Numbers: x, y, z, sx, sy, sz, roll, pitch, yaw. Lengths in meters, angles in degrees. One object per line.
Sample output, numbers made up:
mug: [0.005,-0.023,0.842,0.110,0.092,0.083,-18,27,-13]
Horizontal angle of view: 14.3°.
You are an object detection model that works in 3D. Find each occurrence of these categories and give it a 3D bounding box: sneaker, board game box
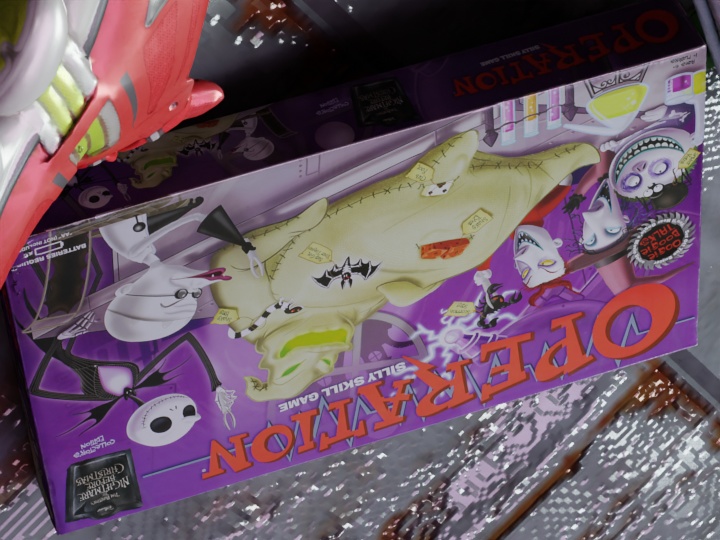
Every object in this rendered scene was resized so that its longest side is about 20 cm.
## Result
sneaker: [-0.076,-0.038,0.698,0.085,0.077,0.200,9,121,-46]
board game box: [0.000,0.000,0.803,0.200,0.032,0.120,-17,140,-11]

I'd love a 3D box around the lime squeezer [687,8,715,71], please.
lime squeezer: [0.079,-0.074,0.817,0.071,0.038,0.200,12,119,-45]

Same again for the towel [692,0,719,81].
towel: [0.167,-0.106,0.808,0.171,0.048,0.200,-43,135,-17]
